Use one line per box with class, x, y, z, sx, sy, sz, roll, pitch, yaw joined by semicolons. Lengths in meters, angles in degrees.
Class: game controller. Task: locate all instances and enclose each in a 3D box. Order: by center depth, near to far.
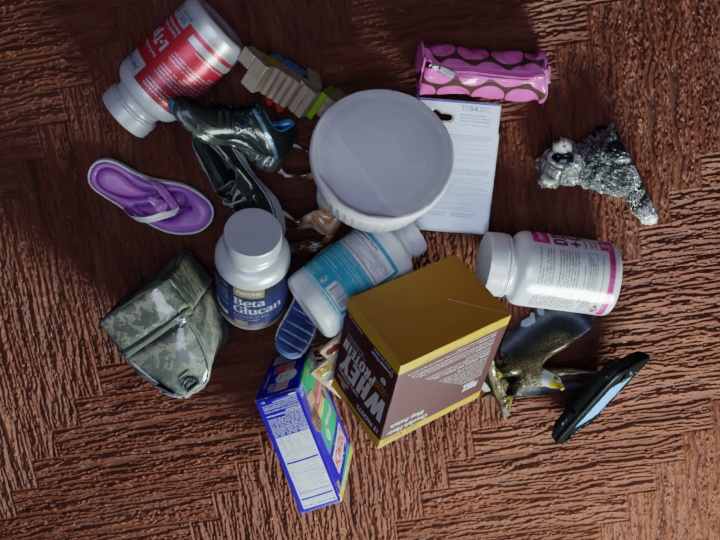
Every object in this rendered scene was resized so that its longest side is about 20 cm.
game controller;0.373;0.198;1.465;0.104;0.042;0.200;-10;144;-34

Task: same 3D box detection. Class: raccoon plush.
raccoon plush;0.349;-0.122;1.408;0.133;0.097;0.201;-27;104;16

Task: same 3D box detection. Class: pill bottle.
pill bottle;-0.272;-0.289;1.356;0.200;0.112;0.112;-40;101;11
pill bottle;0.000;0.000;1.383;0.200;0.111;0.111;-36;103;-9
pill bottle;-0.159;-0.003;1.384;0.110;0.112;0.200;8;149;-1
pill bottle;0.281;0.001;1.420;0.199;0.113;0.114;7;106;-7

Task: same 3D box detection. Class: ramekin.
ramekin;0.024;-0.146;1.325;0.201;0.094;0.204;2;71;-7

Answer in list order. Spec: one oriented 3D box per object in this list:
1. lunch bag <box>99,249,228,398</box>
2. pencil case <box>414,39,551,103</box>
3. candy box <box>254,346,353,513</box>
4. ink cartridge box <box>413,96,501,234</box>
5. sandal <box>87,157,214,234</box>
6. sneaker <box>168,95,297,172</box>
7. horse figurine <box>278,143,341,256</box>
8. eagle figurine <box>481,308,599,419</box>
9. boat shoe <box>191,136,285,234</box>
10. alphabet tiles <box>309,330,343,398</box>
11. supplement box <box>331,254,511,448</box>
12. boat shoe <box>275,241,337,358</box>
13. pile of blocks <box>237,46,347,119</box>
lunch bag;-0.278;0.086;1.418;0.139;0.200;0.168;-35;101;11
pencil case;0.177;-0.285;1.358;0.199;0.094;0.091;2;88;-2
candy box;-0.084;0.246;1.476;0.077;0.169;0.201;-17;106;10
ink cartridge box;0.106;-0.161;1.422;0.195;0.043;0.201;5;104;1
sandal;-0.325;-0.106;1.441;0.202;0.050;0.083;20;105;-5
sneaker;-0.182;-0.215;1.352;0.199;0.073;0.082;20;114;-38
horse figurine;-0.066;-0.110;1.437;0.132;0.050;0.201;11;104;4
eagle figurine;0.283;0.150;1.480;0.199;0.151;0.152;-26;151;-25
boat shoe;-0.188;-0.121;1.411;0.071;0.064;0.201;-31;94;33
alphabet tiles;0.011;0.125;1.442;0.166;0.200;0.006;-39;59;0
supplement box;0.082;0.118;1.373;0.196;0.133;0.201;-22;145;-28
boat shoe;-0.073;0.044;1.464;0.072;0.072;0.201;33;81;1
pile of blocks;-0.097;-0.259;1.378;0.199;0.082;0.062;27;120;-22
